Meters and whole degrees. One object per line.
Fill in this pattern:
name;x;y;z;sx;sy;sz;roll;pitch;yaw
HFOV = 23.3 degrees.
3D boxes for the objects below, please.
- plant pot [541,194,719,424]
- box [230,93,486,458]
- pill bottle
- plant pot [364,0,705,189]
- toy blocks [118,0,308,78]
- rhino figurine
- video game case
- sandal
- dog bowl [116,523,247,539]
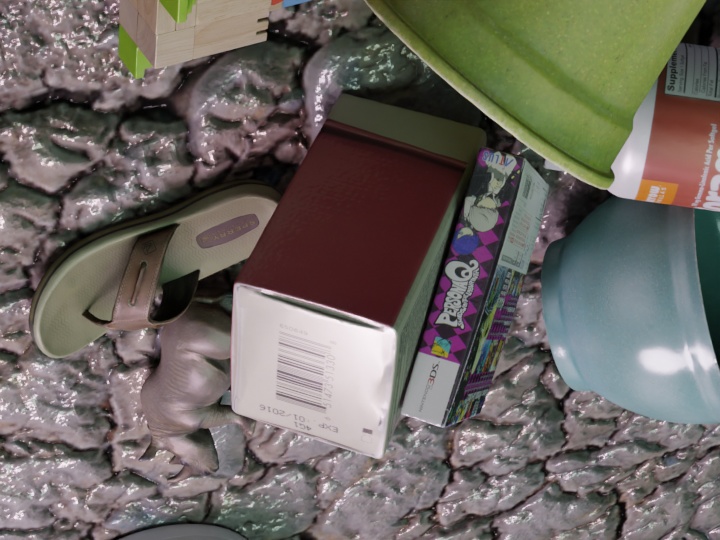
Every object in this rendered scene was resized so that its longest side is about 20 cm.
plant pot;0.217;0.025;1.327;0.134;0.201;0.200;-10;145;24
box;0.000;0.000;1.149;0.109;0.200;0.128;16;136;11
pill bottle;0.230;-0.099;1.203;0.199;0.112;0.112;8;135;4
plant pot;0.133;-0.183;1.060;0.200;0.201;0.184;26;110;-42
toy blocks;-0.067;-0.206;1.012;0.136;0.100;0.200;-19;141;-26
rhino figurine;-0.118;0.090;1.301;0.087;0.060;0.200;13;129;-12
video game case;0.083;0.014;1.201;0.200;0.036;0.182;8;99;-79
sandal;-0.139;0.002;1.204;0.201;0.057;0.080;-28;139;2
dog bowl;-0.168;0.310;1.492;0.199;0.079;0.200;-14;138;-13
